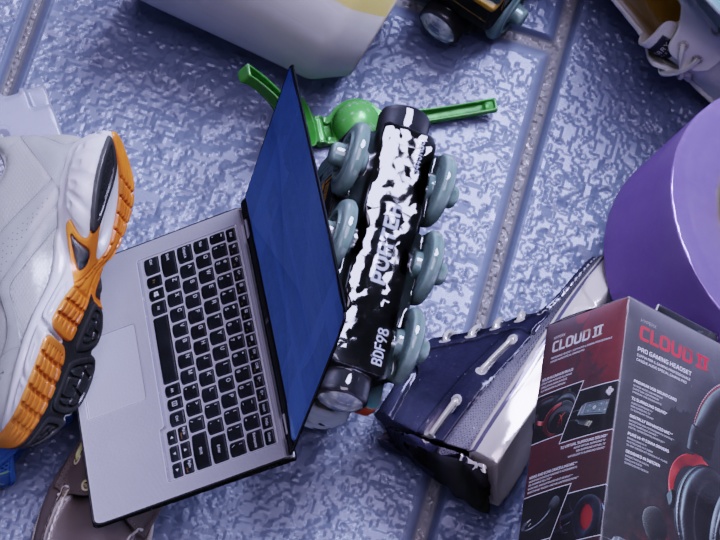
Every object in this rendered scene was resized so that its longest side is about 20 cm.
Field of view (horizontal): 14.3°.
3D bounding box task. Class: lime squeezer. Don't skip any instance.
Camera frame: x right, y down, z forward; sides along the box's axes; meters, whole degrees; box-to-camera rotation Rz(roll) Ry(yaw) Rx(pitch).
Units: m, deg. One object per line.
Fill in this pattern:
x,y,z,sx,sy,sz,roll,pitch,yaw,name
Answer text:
-0.010,-0.104,1.824,0.199,0.071,0.038,5,47,-36,lime squeezer

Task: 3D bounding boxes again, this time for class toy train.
0.000,0.000,1.744,0.085,0.114,0.201,18,65,-14,toy train
0.108,-0.235,1.858,0.085,0.114,0.200,36,70,7,toy train

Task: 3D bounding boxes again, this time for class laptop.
-0.096,0.016,1.662,0.199,0.116,0.188,-20,52,10,laptop

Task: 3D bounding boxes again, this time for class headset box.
0.172,0.119,1.635,0.148,0.075,0.201,27,60,-31,headset box

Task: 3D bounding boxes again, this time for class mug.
-0.043,-0.206,1.802,0.153,0.187,0.150,33,62,-3,mug

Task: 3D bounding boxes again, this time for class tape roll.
0.255,-0.006,1.770,0.199,0.085,0.201,14,58,-23,tape roll

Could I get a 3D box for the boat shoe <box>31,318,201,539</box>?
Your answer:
-0.140,0.117,1.724,0.072,0.060,0.200,29,69,5,boat shoe

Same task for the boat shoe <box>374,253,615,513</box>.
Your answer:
0.088,0.050,1.774,0.092,0.075,0.200,25,57,21,boat shoe

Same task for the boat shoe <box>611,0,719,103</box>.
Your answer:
0.207,-0.152,1.843,0.070,0.071,0.200,-36,90,-38,boat shoe

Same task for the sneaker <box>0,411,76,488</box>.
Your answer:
-0.260,0.090,1.713,0.199,0.076,0.105,-23,74,-15,sneaker

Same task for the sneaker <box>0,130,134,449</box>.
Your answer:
-0.200,0.010,1.701,0.092,0.076,0.201,7,67,19,sneaker

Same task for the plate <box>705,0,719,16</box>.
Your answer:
0.237,-0.201,1.830,0.026,0.200,0.200,-41,76,21,plate

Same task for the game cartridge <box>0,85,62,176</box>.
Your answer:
-0.270,-0.028,1.778,0.199,0.041,0.134,-16,69,-12,game cartridge
